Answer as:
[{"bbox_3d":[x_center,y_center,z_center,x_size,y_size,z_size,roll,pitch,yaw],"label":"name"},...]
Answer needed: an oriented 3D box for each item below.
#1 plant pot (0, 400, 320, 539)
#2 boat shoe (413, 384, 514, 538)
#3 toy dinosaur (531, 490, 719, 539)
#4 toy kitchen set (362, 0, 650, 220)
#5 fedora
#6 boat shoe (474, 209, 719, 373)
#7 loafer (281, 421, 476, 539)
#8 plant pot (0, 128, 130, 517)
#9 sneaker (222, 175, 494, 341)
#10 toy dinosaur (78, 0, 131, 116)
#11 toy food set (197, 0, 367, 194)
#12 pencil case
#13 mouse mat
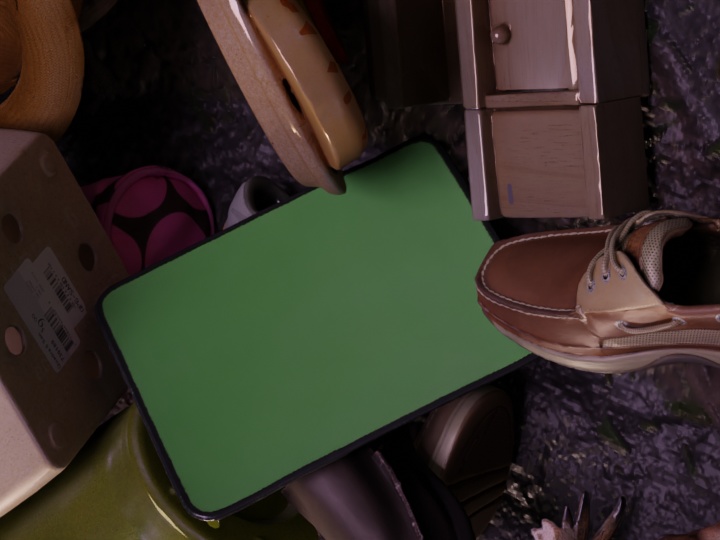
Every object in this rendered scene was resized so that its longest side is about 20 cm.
[{"bbox_3d":[-0.104,0.157,1.422,0.201,0.200,0.193,53,130,19],"label":"plant pot"},{"bbox_3d":[0.021,0.133,1.406,0.065,0.072,0.200,38,127,27],"label":"boat shoe"},{"bbox_3d":[0.154,0.148,1.281,0.199,0.136,0.086,-4,91,11],"label":"toy dinosaur"},{"bbox_3d":[0.017,-0.117,1.282,0.163,0.180,0.201,1,100,42],"label":"toy kitchen set"},{"bbox_3d":[-0.214,-0.155,1.446,0.200,0.082,0.201,19,128,25],"label":"fedora"},{"bbox_3d":[0.144,0.002,1.251,0.200,0.076,0.074,5,145,31],"label":"boat shoe"},{"bbox_3d":[-0.006,0.114,1.327,0.073,0.071,0.200,-61,35,26],"label":"loafer"},{"bbox_3d":[-0.225,0.034,1.409,0.177,0.200,0.200,-17,112,30],"label":"plant pot"},{"bbox_3d":[0.000,0.000,1.394,0.200,0.074,0.080,15,102,38],"label":"sneaker"},{"bbox_3d":[-0.177,-0.128,1.523,0.200,0.047,0.088,7,123,50],"label":"toy dinosaur"},{"bbox_3d":[-0.046,-0.130,1.341,0.049,0.200,0.198,-26,80,5],"label":"toy food set"},{"bbox_3d":[-0.172,0.009,1.534,0.200,0.091,0.094,-21,55,42],"label":"pencil case"},{"bbox_3d":[-0.021,0.025,1.343,0.161,0.200,0.008,61,175,38],"label":"mouse mat"}]
